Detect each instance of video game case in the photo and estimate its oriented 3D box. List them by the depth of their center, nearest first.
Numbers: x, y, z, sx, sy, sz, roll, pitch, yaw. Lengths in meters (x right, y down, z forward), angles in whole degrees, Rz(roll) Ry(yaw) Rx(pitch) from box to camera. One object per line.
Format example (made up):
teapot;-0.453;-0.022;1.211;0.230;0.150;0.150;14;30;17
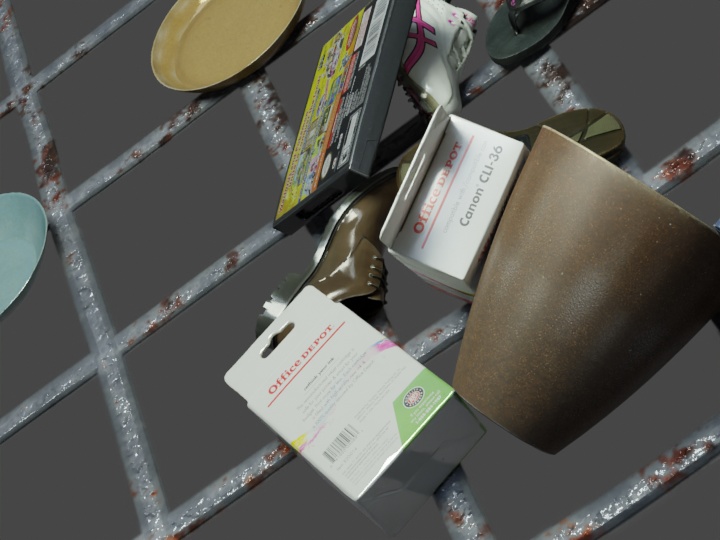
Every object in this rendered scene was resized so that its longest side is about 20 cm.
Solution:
video game case;-0.014;-0.148;1.633;0.181;0.025;0.201;-32;40;61

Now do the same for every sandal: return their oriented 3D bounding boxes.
sandal;0.130;-0.087;1.533;0.199;0.055;0.082;-15;51;9
sandal;0.176;-0.275;1.660;0.201;0.048;0.075;-51;41;-11

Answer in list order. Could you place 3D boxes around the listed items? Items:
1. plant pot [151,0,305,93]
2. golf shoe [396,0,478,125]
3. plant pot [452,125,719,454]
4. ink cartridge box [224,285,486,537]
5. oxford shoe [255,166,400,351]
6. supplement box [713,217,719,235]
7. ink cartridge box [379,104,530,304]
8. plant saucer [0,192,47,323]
plant pot;-0.135;-0.263;1.919;0.199;0.027;0.201;-21;45;23
golf shoe;0.068;-0.211;1.672;0.092;0.073;0.200;-29;41;13
plant pot;0.158;0.027;1.324;0.200;0.187;0.187;-57;40;4
ink cartridge box;-0.008;0.108;1.443;0.117;0.067;0.200;-47;45;-6
oxford shoe;0.000;0.000;1.555;0.084;0.073;0.200;25;73;30
supplement box;0.390;-0.034;1.204;0.200;0.134;0.200;-49;40;-8
ink cartridge box;0.086;-0.043;1.388;0.067;0.200;0.117;22;86;19
plant saucer;-0.396;0.010;1.878;0.200;0.039;0.202;-22;43;22
